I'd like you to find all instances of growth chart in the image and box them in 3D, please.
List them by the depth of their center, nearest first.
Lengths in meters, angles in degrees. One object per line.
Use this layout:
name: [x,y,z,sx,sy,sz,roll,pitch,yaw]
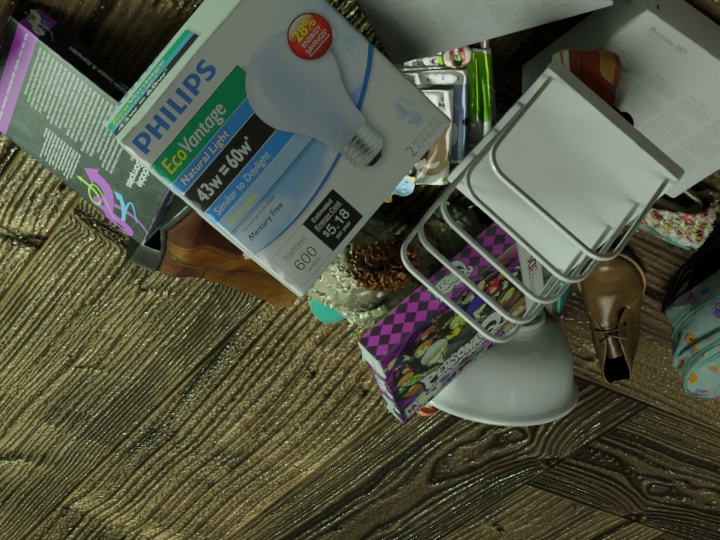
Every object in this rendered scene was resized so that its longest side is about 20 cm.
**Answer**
growth chart: [0.032,-0.130,1.316,0.199,0.018,0.145,-13,114,0]

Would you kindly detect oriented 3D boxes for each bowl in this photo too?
bowl: [0.143,0.077,1.561,0.200,0.201,0.091,7,114,-6]

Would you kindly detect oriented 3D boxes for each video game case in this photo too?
video game case: [0.094,0.046,1.411,0.200,0.036,0.181,-40,155,-10]

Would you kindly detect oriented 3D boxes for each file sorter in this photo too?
file sorter: [0.139,-0.046,1.217,0.139,0.125,0.200,41,149,-1]

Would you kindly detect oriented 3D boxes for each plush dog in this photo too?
plush dog: [0.000,0.000,1.399,0.199,0.161,0.172,8,175,36]

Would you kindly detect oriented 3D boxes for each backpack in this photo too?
backpack: [0.406,0.049,1.529,0.166,0.127,0.200,18,144,-25]

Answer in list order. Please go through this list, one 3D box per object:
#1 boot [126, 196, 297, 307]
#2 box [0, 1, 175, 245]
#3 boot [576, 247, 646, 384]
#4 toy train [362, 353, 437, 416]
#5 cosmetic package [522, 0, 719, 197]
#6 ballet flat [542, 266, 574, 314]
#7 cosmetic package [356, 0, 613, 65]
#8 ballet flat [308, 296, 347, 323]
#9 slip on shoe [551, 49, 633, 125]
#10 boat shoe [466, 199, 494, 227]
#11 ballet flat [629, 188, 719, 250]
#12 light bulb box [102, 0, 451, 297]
boot: [-0.118,-0.026,1.506,0.199,0.069,0.188,18,141,-21]
box: [-0.246,-0.130,1.323,0.200,0.036,0.143,40,139,3]
boot: [0.275,0.050,1.579,0.073,0.076,0.200,-7,143,12]
toy train: [0.100,0.128,1.704,0.199,0.056,0.150,3,150,-1]
cosmetic package: [0.267,-0.159,1.302,0.200,0.052,0.151,27,140,-29]
ballet flat: [0.193,-0.019,1.498,0.063,0.068,0.200,20,157,10]
cosmetic package: [0.090,-0.257,1.191,0.199,0.052,0.151,-12,143,19]
ballet flat: [0.032,-0.001,1.535,0.199,0.065,0.071,-17,115,32]
slip on shoe: [0.207,-0.111,1.263,0.061,0.074,0.200,-8,138,11]
boat shoe: [0.134,-0.061,1.437,0.060,0.076,0.200,1,144,-7]
ballet flat: [0.266,-0.078,1.423,0.199,0.076,0.064,16,122,-28]
light bulb box: [-0.071,-0.124,1.208,0.200,0.125,0.198,40,89,-21]
